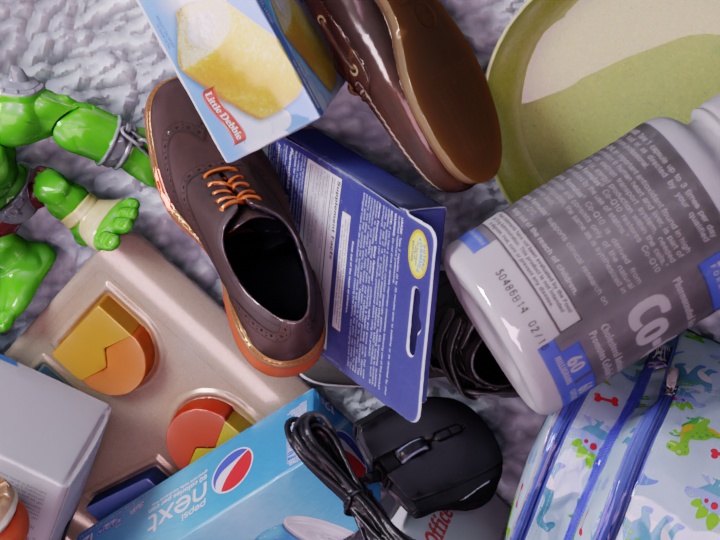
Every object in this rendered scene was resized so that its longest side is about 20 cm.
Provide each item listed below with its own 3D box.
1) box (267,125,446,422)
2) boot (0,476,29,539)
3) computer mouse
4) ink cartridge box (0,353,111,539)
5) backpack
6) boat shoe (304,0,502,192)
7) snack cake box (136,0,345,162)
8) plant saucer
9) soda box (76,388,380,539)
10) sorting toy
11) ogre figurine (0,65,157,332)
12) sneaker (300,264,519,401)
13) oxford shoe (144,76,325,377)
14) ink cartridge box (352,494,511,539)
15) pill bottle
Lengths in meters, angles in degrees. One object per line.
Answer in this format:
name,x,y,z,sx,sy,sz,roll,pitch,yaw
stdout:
box,0.000,0.000,1.622,0.032,0.200,0.122,-5,112,-28
boot,-0.233,0.195,1.669,0.107,0.075,0.200,36,138,-12
computer mouse,0.051,0.130,1.627,0.046,0.200,0.141,-45,67,23
ink cartridge box,-0.258,0.146,1.737,0.146,0.086,0.200,25,132,2
backpack,0.165,0.141,1.619,0.146,0.200,0.184,20,112,4
boat shoe,0.016,-0.135,1.622,0.070,0.070,0.201,-27,85,40
snack cake box,-0.087,-0.176,1.609,0.067,0.115,0.200,-25,102,18
plant saucer,0.172,-0.093,1.630,0.199,0.031,0.201,4,109,11
soda box,-0.084,0.158,1.704,0.200,0.064,0.068,-32,123,24
sorting toy,-0.144,0.100,1.747,0.185,0.036,0.200,42,116,-4
ogre figurine,-0.222,-0.043,1.696,0.200,0.098,0.120,-30,119,34
sneaker,0.043,0.042,1.665,0.199,0.099,0.071,-12,107,16
oxford shoe,-0.070,-0.039,1.625,0.071,0.073,0.200,-23,71,-15
ink cartridge box,0.082,0.222,1.693,0.200,0.146,0.084,44,112,-4
pill bottle,0.157,-0.015,1.556,0.200,0.114,0.114,-32,101,-4
